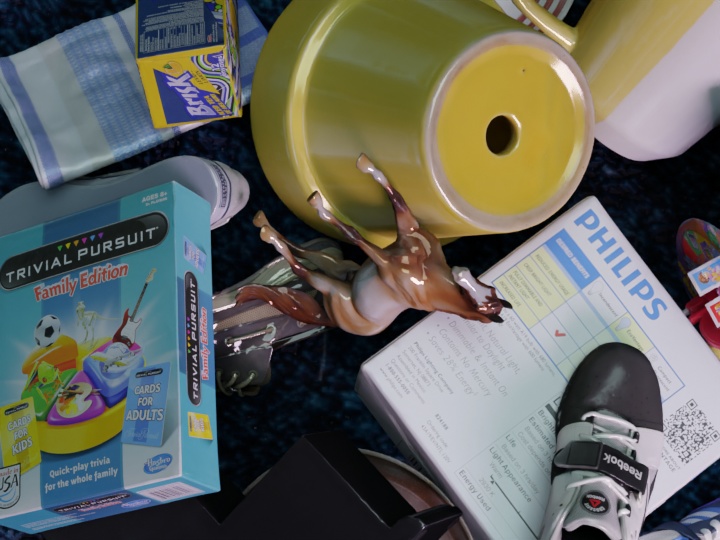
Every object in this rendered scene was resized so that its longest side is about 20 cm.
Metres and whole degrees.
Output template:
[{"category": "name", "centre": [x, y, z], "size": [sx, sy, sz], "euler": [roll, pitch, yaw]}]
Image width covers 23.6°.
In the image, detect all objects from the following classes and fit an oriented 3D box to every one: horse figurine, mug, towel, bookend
[{"category": "horse figurine", "centre": [0.000, 0.000, 1.134], "size": [0.133, 0.200, 0.050], "euler": [43, 54, -16]}, {"category": "mug", "centre": [0.205, -0.172, 1.202], "size": [0.187, 0.149, 0.153], "euler": [46, 119, 11]}, {"category": "towel", "centre": [-0.161, -0.142, 1.238], "size": [0.199, 0.024, 0.147], "euler": [-24, 49, -8]}, {"category": "bookend", "centre": [-0.077, 0.164, 1.143], "size": [0.200, 0.092, 0.199], "euler": [44, 102, 15]}]

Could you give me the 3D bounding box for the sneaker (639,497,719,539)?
[{"category": "sneaker", "centre": [0.238, 0.203, 1.172], "size": [0.199, 0.146, 0.081], "euler": [-18, 81, -6]}]

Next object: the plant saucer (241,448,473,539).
[{"category": "plant saucer", "centre": [-0.008, 0.222, 1.187], "size": [0.199, 0.034, 0.201], "euler": [-1, 86, 17]}]

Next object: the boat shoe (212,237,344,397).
[{"category": "boat shoe", "centre": [-0.088, 0.051, 1.219], "size": [0.200, 0.075, 0.073], "euler": [-30, 83, -7]}]

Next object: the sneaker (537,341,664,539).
[{"category": "sneaker", "centre": [0.153, 0.140, 1.084], "size": [0.074, 0.089, 0.201], "euler": [14, 79, 0]}]

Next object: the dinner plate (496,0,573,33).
[{"category": "dinner plate", "centre": [0.069, -0.243, 1.305], "size": [0.199, 0.024, 0.201], "euler": [1, 79, -3]}]

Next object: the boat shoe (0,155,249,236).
[{"category": "boat shoe", "centre": [-0.169, -0.041, 1.233], "size": [0.201, 0.086, 0.075], "euler": [-15, 85, 24]}]

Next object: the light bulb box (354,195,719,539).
[{"category": "light bulb box", "centre": [0.132, 0.092, 1.197], "size": [0.200, 0.125, 0.199], "euler": [-36, 83, -9]}]

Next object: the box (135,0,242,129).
[{"category": "box", "centre": [-0.122, -0.197, 1.216], "size": [0.064, 0.070, 0.201], "euler": [-7, 50, 2]}]

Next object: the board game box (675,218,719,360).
[{"category": "board game box", "centre": [0.259, 0.062, 1.193], "size": [0.039, 0.158, 0.201], "euler": [-28, 83, -7]}]

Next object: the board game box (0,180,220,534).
[{"category": "board game box", "centre": [-0.169, 0.057, 1.126], "size": [0.150, 0.047, 0.201], "euler": [-16, 64, 25]}]

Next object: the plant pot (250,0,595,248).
[{"category": "plant pot", "centre": [0.051, -0.103, 1.158], "size": [0.200, 0.189, 0.202], "euler": [-6, 103, -26]}]
